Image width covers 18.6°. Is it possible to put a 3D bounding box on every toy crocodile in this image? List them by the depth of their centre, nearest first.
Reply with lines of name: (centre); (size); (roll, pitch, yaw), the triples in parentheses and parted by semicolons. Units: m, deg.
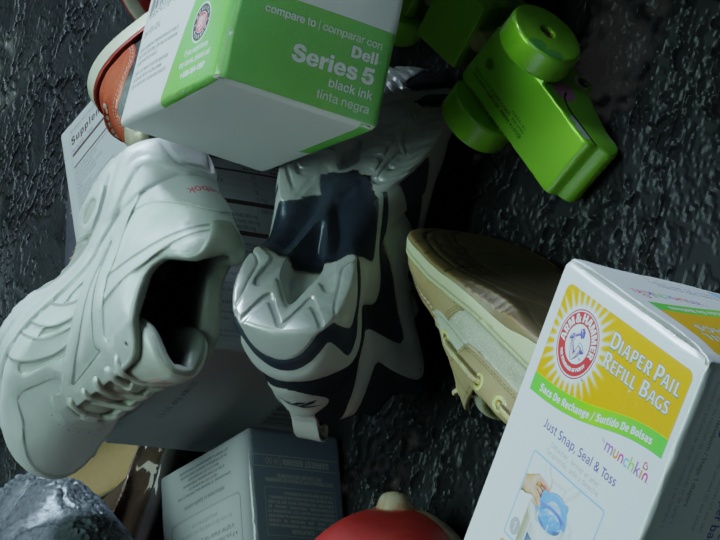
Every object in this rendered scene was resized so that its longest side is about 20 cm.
toy crocodile: (0.058, -0.118, 1.061); (0.200, 0.061, 0.068); (52, 129, 24)

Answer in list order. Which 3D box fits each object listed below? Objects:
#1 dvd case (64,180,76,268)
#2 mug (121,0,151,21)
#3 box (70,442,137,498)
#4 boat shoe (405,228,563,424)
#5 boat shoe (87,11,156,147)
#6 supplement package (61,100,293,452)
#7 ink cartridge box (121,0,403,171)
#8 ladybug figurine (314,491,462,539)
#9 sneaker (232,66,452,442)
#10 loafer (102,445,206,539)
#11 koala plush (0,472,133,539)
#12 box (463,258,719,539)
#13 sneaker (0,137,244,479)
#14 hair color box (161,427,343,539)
dvd case: (-0.147, -0.016, 1.370); (0.148, 0.016, 0.202); (-27, 57, 52)
mug: (-0.098, -0.241, 1.239); (0.201, 0.132, 0.179); (-110, 26, -50)
box: (-0.158, 0.064, 1.399); (0.200, 0.021, 0.165); (-31, 57, 51)
boat shoe: (0.069, 0.038, 1.004); (0.200, 0.073, 0.067); (-132, 51, -60)
boat shoe: (-0.056, -0.138, 1.142); (0.200, 0.071, 0.063); (-43, 43, 0)
supplement package: (-0.085, -0.014, 1.222); (0.114, 0.109, 0.201); (-42, 49, 44)
ink cartridge box: (-0.034, -0.162, 1.035); (0.145, 0.083, 0.202); (-13, 63, 67)
ladybug figurine: (-0.001, 0.203, 1.044); (0.135, 0.072, 0.202); (-6, 72, 33)
sneaker: (0.000, 0.000, 1.118); (0.130, 0.079, 0.200); (81, -160, -48)
loafer: (-0.149, 0.168, 1.290); (0.071, 0.073, 0.201); (31, 114, 15)
koala plush: (-0.170, 0.237, 1.218); (0.176, 0.201, 0.184); (2, 46, 36)
box: (0.116, 0.112, 0.877); (0.101, 0.112, 0.202); (40, 115, 55)
sneaker: (-0.121, 0.037, 1.100); (0.100, 0.077, 0.201); (53, 125, 42)
hair color box: (-0.054, 0.196, 1.169); (0.099, 0.060, 0.202); (-32, 56, 50)
